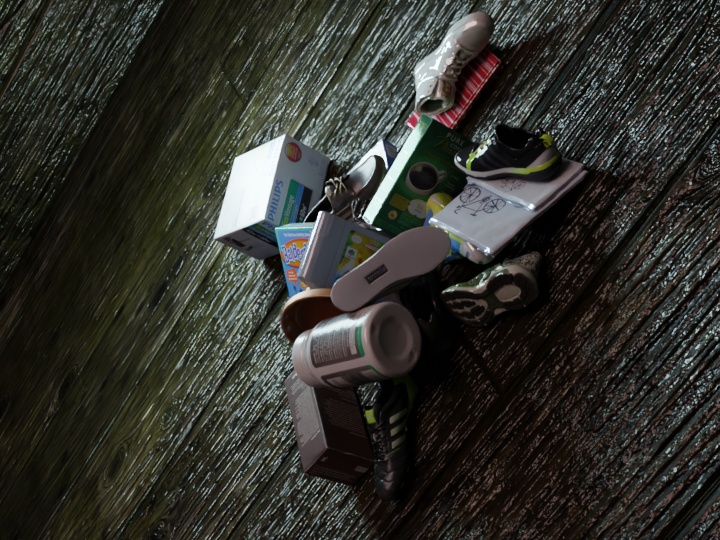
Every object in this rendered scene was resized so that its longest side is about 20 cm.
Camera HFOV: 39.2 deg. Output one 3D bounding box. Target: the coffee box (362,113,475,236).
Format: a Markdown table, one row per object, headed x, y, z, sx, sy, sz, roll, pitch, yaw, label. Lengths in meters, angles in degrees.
| x | y | z | sx | sy | sz | roll | pitch | yaw | label |
| --- | --- | --- | --- | --- | --- | --- | --- | --- | --- |
| 0.105 | -0.145 | 1.669 | 0.201 | 0.123 | 0.044 | -61 | 30 | 11 | coffee box |

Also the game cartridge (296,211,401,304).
| x | y | z | sx | sy | sz | roll | pitch | yaw | label |
| --- | --- | --- | --- | --- | --- | --- | --- | --- | --- |
| 0.000 | 0.000 | 1.653 | 0.040 | 0.199 | 0.134 | 7 | 76 | 65 | game cartridge |

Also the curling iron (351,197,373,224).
| x | y | z | sx | sy | sz | roll | pitch | yaw | label |
| --- | --- | --- | --- | --- | --- | --- | --- | --- | --- |
| 0.067 | -0.146 | 1.745 | 0.200 | 0.026 | 0.050 | -34 | 69 | 6 | curling iron |

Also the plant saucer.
| x | y | z | sx | sy | sz | roll | pitch | yaw | label |
| --- | --- | --- | --- | --- | --- | --- | --- | --- | --- |
| -0.030 | 0.092 | 1.642 | 0.200 | 0.200 | 0.032 | -30 | 34 | 43 | plant saucer |

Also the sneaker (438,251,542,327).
| x | y | z | sx | sy | sz | roll | pitch | yaw | label |
| --- | --- | --- | --- | --- | --- | --- | --- | --- | --- |
| 0.200 | 0.023 | 1.495 | 0.200 | 0.077 | 0.089 | -20 | 23 | 50 | sneaker |

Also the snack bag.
| x | y | z | sx | sy | sz | roll | pitch | yaw | label |
| --- | --- | --- | --- | --- | --- | --- | --- | --- | --- |
| 0.212 | -0.112 | 1.508 | 0.200 | 0.021 | 0.188 | -41 | 32 | -10 | snack bag |

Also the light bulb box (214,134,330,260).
| x | y | z | sx | sy | sz | roll | pitch | yaw | label |
| --- | --- | --- | --- | --- | --- | --- | --- | --- | --- |
| -0.182 | -0.147 | 2.082 | 0.200 | 0.124 | 0.199 | -14 | 58 | 50 | light bulb box |

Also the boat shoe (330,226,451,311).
| x | y | z | sx | sy | sz | roll | pitch | yaw | label |
| --- | --- | --- | --- | --- | --- | --- | --- | --- | --- |
| 0.047 | 0.000 | 1.525 | 0.200 | 0.072 | 0.066 | -35 | -4 | 1 | boat shoe |

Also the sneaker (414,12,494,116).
| x | y | z | sx | sy | sz | roll | pitch | yaw | label |
| --- | --- | --- | --- | --- | --- | --- | --- | --- | --- |
| 0.161 | -0.342 | 1.727 | 0.200 | 0.073 | 0.116 | -41 | 37 | 49 | sneaker |

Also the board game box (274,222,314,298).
| x | y | z | sx | sy | sz | roll | pitch | yaw | label |
| --- | --- | --- | --- | --- | --- | --- | --- | --- | --- |
| -0.079 | 0.015 | 1.806 | 0.152 | 0.045 | 0.201 | 1 | 105 | 56 | board game box |

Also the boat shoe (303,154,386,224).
| x | y | z | sx | sy | sz | roll | pitch | yaw | label |
| --- | --- | --- | --- | --- | --- | --- | --- | --- | --- |
| -0.030 | -0.129 | 1.815 | 0.200 | 0.073 | 0.075 | -52 | 36 | 21 | boat shoe |

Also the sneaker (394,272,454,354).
| x | y | z | sx | sy | sz | roll | pitch | yaw | label |
| --- | --- | --- | --- | --- | --- | --- | --- | --- | --- |
| 0.091 | 0.032 | 1.581 | 0.076 | 0.091 | 0.200 | -26 | 49 | 0 | sneaker |

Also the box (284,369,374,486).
| x | y | z | sx | sy | sz | roll | pitch | yaw | label |
| --- | --- | --- | --- | --- | --- | --- | --- | --- | --- |
| -0.053 | 0.248 | 1.666 | 0.075 | 0.100 | 0.200 | -50 | 35 | 25 | box |

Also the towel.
| x | y | z | sx | sy | sz | roll | pitch | yaw | label |
| --- | --- | --- | --- | --- | --- | --- | --- | --- | --- |
| 0.163 | -0.308 | 1.780 | 0.200 | 0.022 | 0.145 | -53 | 32 | 16 | towel |

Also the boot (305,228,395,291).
| x | y | z | sx | sy | sz | roll | pitch | yaw | label |
| --- | --- | --- | --- | --- | --- | --- | --- | --- | --- |
| -0.013 | 0.018 | 1.723 | 0.069 | 0.199 | 0.175 | -152 | 64 | -69 | boot |

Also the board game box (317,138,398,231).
| x | y | z | sx | sy | sz | roll | pitch | yaw | label |
| --- | --- | --- | --- | --- | --- | --- | --- | --- | --- |
| 0.005 | -0.108 | 1.860 | 0.199 | 0.043 | 0.201 | -41 | 40 | 31 | board game box |

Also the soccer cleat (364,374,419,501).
| x | y | z | sx | sy | sz | roll | pitch | yaw | label |
| --- | --- | --- | --- | --- | --- | --- | --- | --- | --- |
| 0.038 | 0.249 | 1.548 | 0.067 | 0.081 | 0.201 | -19 | 55 | 49 | soccer cleat |

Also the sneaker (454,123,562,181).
| x | y | z | sx | sy | sz | roll | pitch | yaw | label |
| --- | --- | --- | --- | --- | --- | --- | --- | --- | --- |
| 0.216 | -0.188 | 1.507 | 0.199 | 0.083 | 0.072 | 7 | 47 | 47 | sneaker |

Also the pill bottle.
| x | y | z | sx | sy | sz | roll | pitch | yaw | label |
| --- | --- | --- | --- | --- | --- | --- | --- | --- | --- |
| -0.011 | 0.120 | 1.542 | 0.200 | 0.113 | 0.114 | -18 | 55 | 48 | pill bottle |

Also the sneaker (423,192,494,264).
| x | y | z | sx | sy | sz | roll | pitch | yaw | label |
| --- | --- | --- | --- | --- | --- | --- | --- | --- | --- |
| 0.150 | -0.038 | 1.595 | 0.200 | 0.075 | 0.105 | -118 | 44 | -57 | sneaker |
